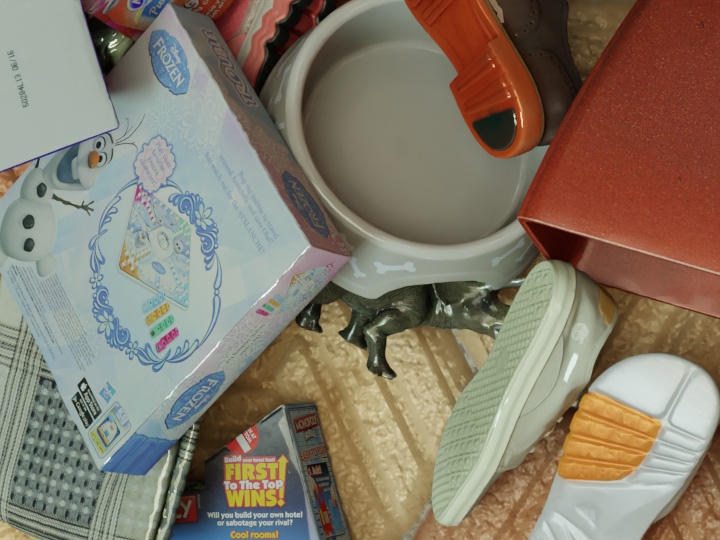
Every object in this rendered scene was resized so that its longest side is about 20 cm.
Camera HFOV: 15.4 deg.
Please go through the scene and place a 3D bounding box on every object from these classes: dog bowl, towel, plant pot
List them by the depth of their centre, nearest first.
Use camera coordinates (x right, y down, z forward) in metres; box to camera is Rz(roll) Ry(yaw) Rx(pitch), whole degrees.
[{"bbox_3d":[0.220,-0.070,1.534,0.199,0.200,0.177,16,84,12],"label":"plant pot"},{"bbox_3d":[0.037,-0.081,1.587,0.199,0.059,0.201,4,70,-11],"label":"dog bowl"},{"bbox_3d":[-0.170,0.073,1.650,0.192,0.034,0.201,15,91,45],"label":"towel"}]

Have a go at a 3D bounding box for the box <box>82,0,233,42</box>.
[{"bbox_3d":[-0.156,-0.237,1.628,0.095,0.100,0.200,-43,61,12],"label":"box"}]

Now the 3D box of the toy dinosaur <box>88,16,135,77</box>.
[{"bbox_3d":[-0.159,-0.125,1.691,0.088,0.047,0.200,43,100,25],"label":"toy dinosaur"}]

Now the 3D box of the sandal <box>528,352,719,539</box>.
[{"bbox_3d":[0.157,0.127,1.620,0.079,0.059,0.207,35,121,14],"label":"sandal"}]

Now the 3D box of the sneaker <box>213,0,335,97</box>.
[{"bbox_3d":[-0.046,-0.205,1.648,0.087,0.074,0.201,27,91,32],"label":"sneaker"}]

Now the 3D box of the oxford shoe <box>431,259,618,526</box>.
[{"bbox_3d":[0.098,0.081,1.606,0.058,0.075,0.200,15,122,-21],"label":"oxford shoe"}]

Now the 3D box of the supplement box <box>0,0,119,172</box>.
[{"bbox_3d":[-0.228,-0.136,1.588,0.103,0.200,0.101,-22,113,-16],"label":"supplement box"}]

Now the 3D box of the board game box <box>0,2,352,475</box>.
[{"bbox_3d":[-0.121,-0.018,1.572,0.199,0.043,0.200,-46,55,25],"label":"board game box"}]

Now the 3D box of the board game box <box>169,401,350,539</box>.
[{"bbox_3d":[-0.083,0.184,1.673,0.199,0.062,0.201,-2,88,18],"label":"board game box"}]

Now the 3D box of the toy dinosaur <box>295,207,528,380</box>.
[{"bbox_3d":[0.000,0.000,1.626,0.200,0.077,0.102,26,102,-16],"label":"toy dinosaur"}]

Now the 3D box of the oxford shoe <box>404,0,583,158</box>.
[{"bbox_3d":[0.076,-0.163,1.566,0.071,0.072,0.201,-32,76,56],"label":"oxford shoe"}]
